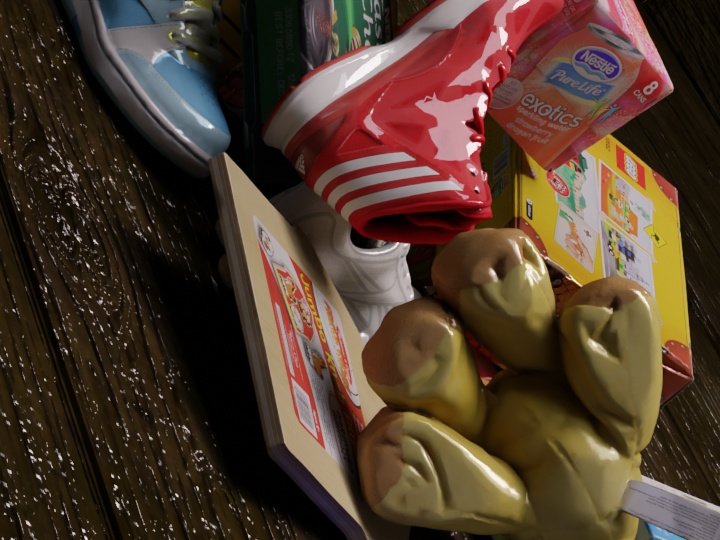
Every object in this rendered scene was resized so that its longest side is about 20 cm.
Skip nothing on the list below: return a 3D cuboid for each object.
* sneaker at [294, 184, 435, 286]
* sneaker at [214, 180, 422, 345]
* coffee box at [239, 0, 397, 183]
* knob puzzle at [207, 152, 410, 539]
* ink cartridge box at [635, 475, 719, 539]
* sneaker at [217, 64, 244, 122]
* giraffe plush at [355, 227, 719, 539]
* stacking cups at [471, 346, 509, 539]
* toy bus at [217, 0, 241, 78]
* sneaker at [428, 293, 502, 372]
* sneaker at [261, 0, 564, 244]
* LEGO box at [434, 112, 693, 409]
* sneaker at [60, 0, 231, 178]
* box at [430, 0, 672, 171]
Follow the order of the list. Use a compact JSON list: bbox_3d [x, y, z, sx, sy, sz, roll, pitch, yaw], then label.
[{"bbox_3d":[0.029,-0.035,1.617,0.200,0.078,0.091,0,70,-63],"label":"sneaker"},{"bbox_3d":[0.000,0.000,1.420,0.075,0.081,0.200,57,13,27],"label":"sneaker"},{"bbox_3d":[-0.021,-0.125,1.460,0.200,0.044,0.124,-34,124,-72],"label":"coffee box"},{"bbox_3d":[-0.024,0.062,1.276,0.220,0.030,0.220,60,14,-26],"label":"knob puzzle"},{"bbox_3d":[0.243,0.203,1.541,0.199,0.068,0.116,22,14,-9],"label":"ink cartridge box"},{"bbox_3d":[-0.028,-0.109,1.607,0.083,0.078,0.200,59,16,3],"label":"sneaker"},{"bbox_3d":[0.084,0.087,1.304,0.200,0.173,0.162,40,-10,-3],"label":"giraffe plush"},{"bbox_3d":[0.084,0.114,1.453,0.060,0.060,0.201,39,17,-42],"label":"stacking cups"},{"bbox_3d":[-0.130,-0.209,1.515,0.200,0.078,0.065,43,17,-34],"label":"toy bus"},{"bbox_3d":[0.098,0.071,1.575,0.118,0.074,0.201,38,23,-35],"label":"sneaker"},{"bbox_3d":[0.053,-0.079,1.355,0.116,0.199,0.078,52,-23,12],"label":"sneaker"},{"bbox_3d":[0.124,-0.013,1.560,0.149,0.077,0.201,37,30,-21],"label":"LEGO box"},{"bbox_3d":[-0.093,-0.157,1.398,0.079,0.130,0.201,32,25,-58],"label":"sneaker"},{"bbox_3d":[0.098,-0.174,1.517,0.103,0.094,0.201,43,21,-44],"label":"box"}]
